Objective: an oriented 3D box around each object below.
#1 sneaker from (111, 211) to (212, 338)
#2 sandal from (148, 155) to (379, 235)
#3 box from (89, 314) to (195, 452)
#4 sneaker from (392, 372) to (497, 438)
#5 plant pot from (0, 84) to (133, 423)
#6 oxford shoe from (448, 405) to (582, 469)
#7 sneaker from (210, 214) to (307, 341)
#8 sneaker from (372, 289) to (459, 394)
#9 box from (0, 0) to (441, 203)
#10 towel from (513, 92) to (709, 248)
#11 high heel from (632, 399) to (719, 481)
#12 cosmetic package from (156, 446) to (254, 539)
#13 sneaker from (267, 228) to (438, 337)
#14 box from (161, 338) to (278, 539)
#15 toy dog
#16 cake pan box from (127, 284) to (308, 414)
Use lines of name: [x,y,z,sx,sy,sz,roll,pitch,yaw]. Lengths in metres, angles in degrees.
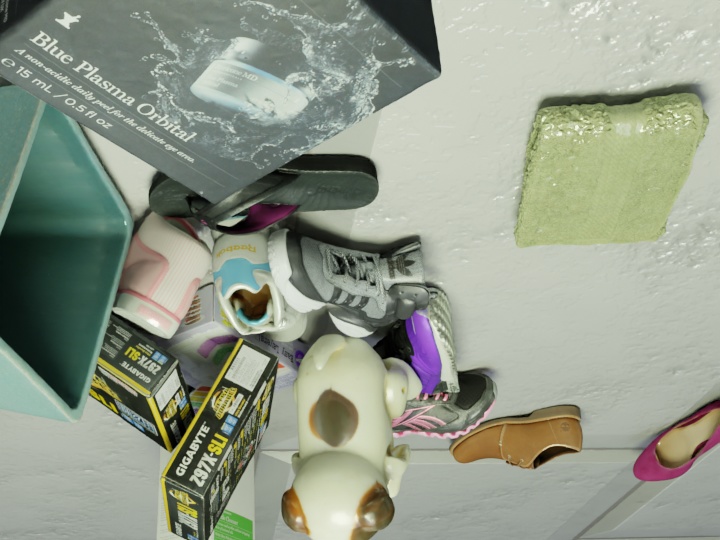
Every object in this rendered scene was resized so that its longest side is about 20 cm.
sneaker: [-0.194,0.001,0.911,0.075,0.105,0.200,32,167,-25]
sandal: [-0.083,-0.062,0.834,0.199,0.048,0.075,-4,150,-1]
box: [-0.255,0.081,0.946,0.199,0.049,0.160,32,157,12]
sneaker: [0.068,0.159,1.212,0.199,0.079,0.096,-15,136,15]
plant pot: [-0.320,-0.011,0.763,0.198,0.197,0.197,2,151,10]
oxford shoe: [0.214,0.246,1.370,0.199,0.072,0.071,-20,148,27]
sneaker: [-0.100,0.030,0.956,0.076,0.081,0.200,-11,150,8]
sneaker: [0.055,0.090,1.086,0.099,0.070,0.200,-5,149,7]
box: [-0.089,-0.164,0.596,0.199,0.118,0.196,-25,143,30]
towel: [0.209,-0.080,0.853,0.147,0.037,0.200,-4,150,2]
high heel: [0.454,0.239,1.386,0.200,0.068,0.096,-42,145,26]
cosmetic package: [-0.191,0.264,1.221,0.084,0.201,0.108,-15,150,21]
sneaker: [0.000,0.000,0.928,0.113,0.076,0.200,-18,152,21]
box: [-0.145,0.185,1.019,0.049,0.160,0.200,23,151,4]
toy dog: [-0.010,0.181,0.997,0.138,0.201,0.194,2,148,4]
cake pan box: [-0.186,0.098,1.092,0.199,0.053,0.184,-19,144,23]
